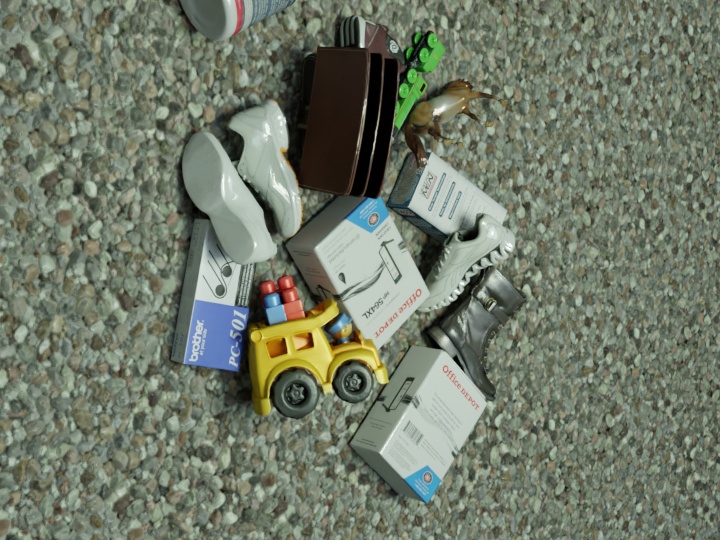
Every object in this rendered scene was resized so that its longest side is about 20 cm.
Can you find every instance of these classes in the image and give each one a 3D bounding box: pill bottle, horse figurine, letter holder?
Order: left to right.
[{"bbox_3d":[-0.144,-0.409,1.615,0.199,0.119,0.121,-34,114,-31],"label":"pill bottle"},{"bbox_3d":[0.000,-0.205,1.651,0.099,0.141,0.204,5,96,-33],"label":"letter holder"},{"bbox_3d":[0.137,-0.244,1.858,0.199,0.132,0.050,-38,137,-22],"label":"horse figurine"}]

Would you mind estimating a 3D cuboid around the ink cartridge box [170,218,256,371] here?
[{"bbox_3d":[-0.203,0.035,1.658,0.093,0.044,0.204,12,87,-37],"label":"ink cartridge box"}]

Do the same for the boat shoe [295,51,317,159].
[{"bbox_3d":[-0.062,-0.219,1.729,0.064,0.073,0.204,-19,106,-41],"label":"boat shoe"}]

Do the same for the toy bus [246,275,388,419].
[{"bbox_3d":[-0.073,0.100,1.690,0.196,0.136,0.196,-12,94,-9],"label":"toy bus"}]

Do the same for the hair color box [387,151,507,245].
[{"bbox_3d":[0.143,-0.102,1.912,0.199,0.060,0.101,33,75,-36],"label":"hair color box"}]

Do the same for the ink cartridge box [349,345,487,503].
[{"bbox_3d":[0.096,0.246,1.893,0.146,0.084,0.201,49,65,-31],"label":"ink cartridge box"}]

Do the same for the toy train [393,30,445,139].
[{"bbox_3d":[0.074,-0.290,1.854,0.056,0.041,0.202,45,67,-44],"label":"toy train"}]

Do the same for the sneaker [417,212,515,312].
[{"bbox_3d":[0.151,-0.015,1.878,0.199,0.076,0.081,-42,122,14],"label":"sneaker"}]

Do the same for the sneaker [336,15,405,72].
[{"bbox_3d":[0.026,-0.284,1.794,0.114,0.075,0.204,-4,96,-41],"label":"sneaker"}]

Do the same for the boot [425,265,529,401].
[{"bbox_3d":[0.218,0.103,1.958,0.174,0.069,0.201,-43,118,-7],"label":"boot"}]

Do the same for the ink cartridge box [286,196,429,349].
[{"bbox_3d":[0.000,0.000,1.783,0.146,0.084,0.202,-44,119,-26],"label":"ink cartridge box"}]

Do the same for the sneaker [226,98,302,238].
[{"bbox_3d":[-0.143,-0.140,1.685,0.090,0.076,0.203,-16,109,-14],"label":"sneaker"}]

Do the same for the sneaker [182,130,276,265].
[{"bbox_3d":[-0.179,-0.099,1.629,0.088,0.075,0.203,-6,68,-60],"label":"sneaker"}]
